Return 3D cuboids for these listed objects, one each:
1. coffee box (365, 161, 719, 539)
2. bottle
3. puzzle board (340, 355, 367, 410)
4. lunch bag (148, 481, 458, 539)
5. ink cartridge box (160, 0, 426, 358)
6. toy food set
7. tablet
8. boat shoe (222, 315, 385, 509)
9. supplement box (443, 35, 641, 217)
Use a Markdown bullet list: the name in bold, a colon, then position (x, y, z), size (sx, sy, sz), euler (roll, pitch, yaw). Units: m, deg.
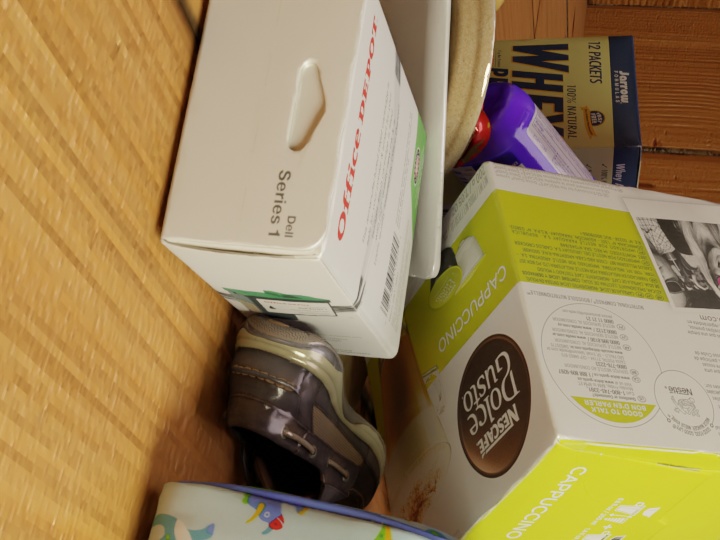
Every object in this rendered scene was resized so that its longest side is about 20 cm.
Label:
- **coffee box**: position (0.138, 0.081, 0.731), size (0.200, 0.197, 0.200), euler (123, -33, -46)
- **bottle**: position (0.141, -0.056, 0.872), size (0.200, 0.083, 0.066), euler (44, 62, -29)
- **puzzle board**: position (0.000, 0.000, 0.871), size (0.201, 0.017, 0.152), euler (-69, 158, -49)
- **lunch bag**: position (-0.018, 0.167, 0.565), size (0.200, 0.158, 0.084), euler (61, 42, -64)
- **ink cartridge box**: position (-0.024, -0.049, 0.606), size (0.200, 0.083, 0.148), euler (56, 41, -69)
- **toy food set**: position (0.051, -0.160, 0.779), size (0.198, 0.048, 0.203), euler (-176, -94, -69)
- **tablet**: position (0.027, -0.100, 0.759), size (0.130, 0.013, 0.203), euler (-167, -102, -68)
- **boat shoe**: position (-0.039, 0.104, 0.661), size (0.074, 0.074, 0.201), euler (-63, 152, -26)
- **supplement box**: position (0.141, -0.085, 1.004), size (0.201, 0.196, 0.136), euler (79, 15, -50)
